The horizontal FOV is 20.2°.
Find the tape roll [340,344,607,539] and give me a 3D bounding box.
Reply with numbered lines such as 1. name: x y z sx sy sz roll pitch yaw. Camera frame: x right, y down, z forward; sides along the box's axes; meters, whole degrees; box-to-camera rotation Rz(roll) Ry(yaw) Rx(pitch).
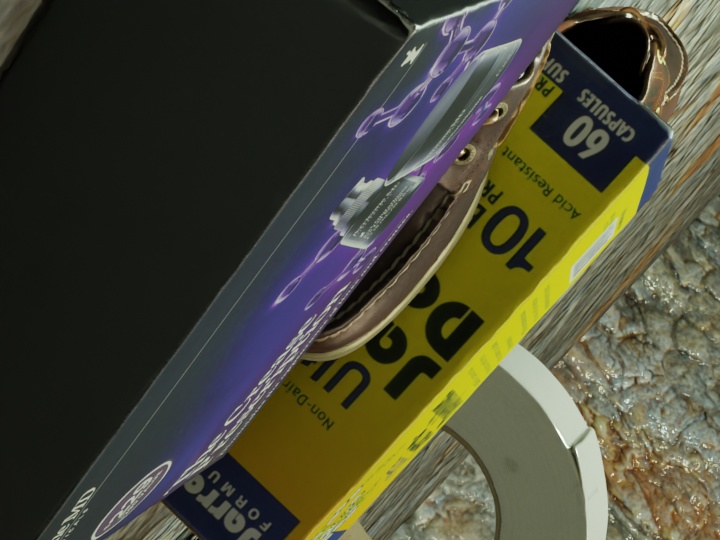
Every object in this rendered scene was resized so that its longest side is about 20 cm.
1. tape roll: 0.031 0.119 1.059 0.203 0.203 0.037 -52 170 26

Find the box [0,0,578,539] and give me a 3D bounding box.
1. box: -0.041 -0.020 0.528 0.200 0.079 0.141 -52 168 26

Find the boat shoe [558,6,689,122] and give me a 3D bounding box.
1. boat shoe: 0.116 -0.092 0.975 0.070 0.070 0.200 -49 172 35

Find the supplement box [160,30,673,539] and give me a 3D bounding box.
1. supplement box: 0.000 0.000 0.694 0.200 0.109 0.110 -48 171 -1

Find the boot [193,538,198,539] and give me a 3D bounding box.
1. boot: -0.115 0.228 1.219 0.168 0.076 0.200 -45 178 3

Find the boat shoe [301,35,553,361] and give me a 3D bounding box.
1. boat shoe: 0.020 -0.064 0.604 0.200 0.072 0.072 -56 174 3
